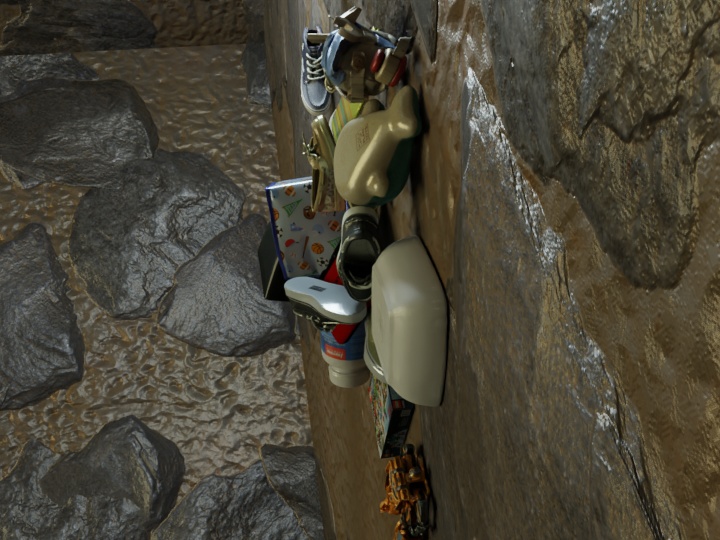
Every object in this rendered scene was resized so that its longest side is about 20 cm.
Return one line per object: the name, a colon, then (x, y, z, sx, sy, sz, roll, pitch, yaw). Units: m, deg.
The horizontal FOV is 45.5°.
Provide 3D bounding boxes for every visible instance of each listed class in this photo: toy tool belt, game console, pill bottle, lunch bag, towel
toy tool belt: (-0.013, -0.307, 1.221, 0.200, 0.122, 0.126, -123, 56, -73)
game console: (0.000, 0.000, 1.497, 0.173, 0.118, 0.201, 58, 144, 21)
pill bottle: (-0.022, 0.120, 1.662, 0.112, 0.111, 0.202, -115, 21, -64)
lunch bag: (-0.091, -0.087, 1.734, 0.124, 0.168, 0.202, -63, -36, -77)
towel: (-0.002, -0.292, 1.410, 0.201, 0.018, 0.087, 119, 149, -42)

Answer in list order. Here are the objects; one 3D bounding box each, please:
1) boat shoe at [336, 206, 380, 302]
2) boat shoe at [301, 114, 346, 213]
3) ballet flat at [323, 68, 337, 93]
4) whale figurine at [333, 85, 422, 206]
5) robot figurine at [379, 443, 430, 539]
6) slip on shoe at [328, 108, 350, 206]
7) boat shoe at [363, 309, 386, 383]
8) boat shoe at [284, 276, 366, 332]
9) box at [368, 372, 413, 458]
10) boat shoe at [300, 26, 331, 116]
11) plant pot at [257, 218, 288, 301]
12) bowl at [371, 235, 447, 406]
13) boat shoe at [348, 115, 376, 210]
boat shoe: (-0.003, -0.008, 1.292, 0.201, 0.075, 0.061, 82, -174, -51)
boat shoe: (-0.065, -0.173, 1.466, 0.074, 0.062, 0.201, -105, 4, -45)
ballet flat: (-0.035, -0.384, 1.600, 0.200, 0.069, 0.070, 121, 143, -75)
whale figurine: (0.041, -0.172, 1.219, 0.200, 0.103, 0.161, -43, 45, 48)
robot figurine: (0.071, 0.370, 1.377, 0.201, 0.057, 0.146, 94, 166, -49)
slip on shoe: (-0.016, -0.204, 1.564, 0.061, 0.075, 0.202, 120, 138, -57)
boat shoe: (0.039, 0.102, 1.397, 0.201, 0.071, 0.063, -105, 20, -54)
boat shoe: (-0.058, 0.067, 1.439, 0.198, 0.073, 0.069, 14, 124, 45)
box: (0.050, 0.222, 1.492, 0.201, 0.037, 0.138, 98, 164, -55)
boat shoe: (-0.106, -0.461, 1.968, 0.093, 0.074, 0.202, 87, 175, -68)
plant pot: (-0.123, -0.055, 1.999, 0.201, 0.197, 0.179, -106, 25, -51)
bowl: (0.062, 0.073, 1.223, 0.200, 0.074, 0.202, -107, 13, -56)
boat shoe: (0.005, -0.171, 1.471, 0.066, 0.071, 0.203, 89, 177, -60)
